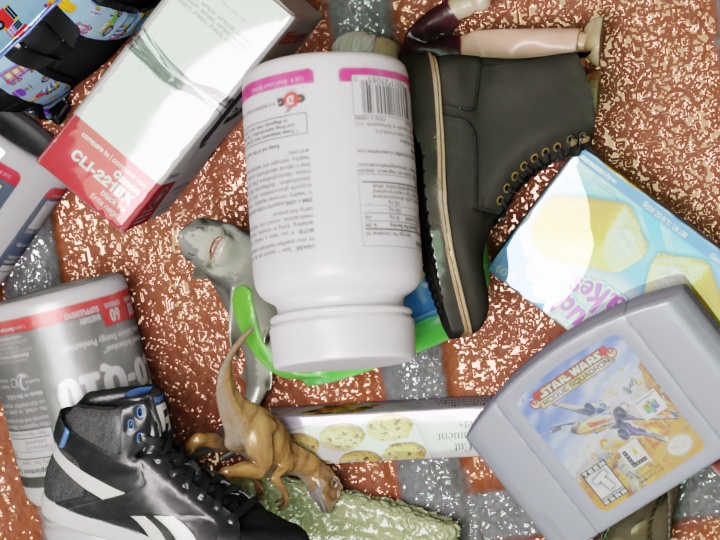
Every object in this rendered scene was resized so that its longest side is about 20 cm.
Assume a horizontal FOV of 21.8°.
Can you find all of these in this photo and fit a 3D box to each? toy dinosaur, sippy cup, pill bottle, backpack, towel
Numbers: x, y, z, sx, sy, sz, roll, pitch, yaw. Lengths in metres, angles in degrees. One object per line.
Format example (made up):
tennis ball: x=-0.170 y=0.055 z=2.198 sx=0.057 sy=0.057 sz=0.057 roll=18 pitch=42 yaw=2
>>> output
toy dinosaur: x=-0.084 y=0.117 z=1.353 sx=0.106 sy=0.060 sz=0.200 roll=-41 pitch=135 yaw=-5
sippy cup: x=0.000 y=0.000 z=1.353 sx=0.140 sy=0.178 sz=0.130 roll=-19 pitch=94 yaw=29
pill bottle: x=-0.208 y=0.111 z=1.409 sx=0.114 sy=0.114 sz=0.200 roll=-13 pitch=95 yaw=9
pill bottle: x=-0.018 y=-0.036 z=1.243 sx=0.113 sy=0.113 sz=0.200 roll=-5 pitch=82 yaw=9
backpack: x=-0.233 y=-0.196 z=1.334 sx=0.183 sy=0.200 sz=0.135 roll=-41 pitch=90 yaw=11
pill bottle: x=-0.316 y=-0.029 z=1.405 sx=0.120 sy=0.120 sz=0.200 roll=37 pitch=99 yaw=2
towel: x=-0.030 y=0.233 z=1.437 sx=0.200 sy=0.036 sz=0.149 roll=11 pitch=98 yaw=9

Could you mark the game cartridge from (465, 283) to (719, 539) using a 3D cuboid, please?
game cartridge: x=0.179 y=0.103 z=1.334 sx=0.200 sy=0.042 sz=0.133 roll=-37 pitch=99 yaw=24

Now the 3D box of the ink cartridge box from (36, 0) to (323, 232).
ink cartridge box: x=-0.126 y=-0.135 z=1.353 sx=0.084 sy=0.144 sz=0.200 roll=39 pitch=101 yaw=1

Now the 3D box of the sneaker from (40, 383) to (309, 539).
sneaker: x=-0.126 y=0.140 z=1.295 sx=0.200 sy=0.073 sz=0.112 roll=13 pitch=108 yaw=12

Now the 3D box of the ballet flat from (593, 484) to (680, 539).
ballet flat: x=0.207 y=0.198 z=1.394 sx=0.067 sy=0.046 sz=0.200 roll=12 pitch=98 yaw=7

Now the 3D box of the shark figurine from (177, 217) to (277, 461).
shark figurine: x=-0.100 y=0.037 z=1.418 sx=0.089 sy=0.128 sz=0.215 roll=19 pitch=125 yaw=34

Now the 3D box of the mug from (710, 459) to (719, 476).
mug: x=0.374 y=0.116 z=1.341 sx=0.200 sy=0.178 sz=0.133 roll=-49 pitch=52 yaw=6

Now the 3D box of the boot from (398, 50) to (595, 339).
boot: x=0.106 y=-0.059 z=1.285 sx=0.138 sy=0.077 sz=0.200 roll=-6 pitch=83 yaw=-6

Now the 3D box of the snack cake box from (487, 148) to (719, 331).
snack cake box: x=0.205 y=0.012 z=1.363 sx=0.200 sy=0.067 sz=0.115 roll=37 pitch=99 yaw=2

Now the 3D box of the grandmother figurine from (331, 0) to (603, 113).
grandmother figurine: x=0.075 y=-0.146 z=1.370 sx=0.200 sy=0.061 sz=0.121 roll=4 pitch=99 yaw=10

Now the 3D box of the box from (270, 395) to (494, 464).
box: x=0.027 y=0.121 z=1.414 sx=0.200 sy=0.039 sz=0.041 roll=-3 pitch=98 yaw=8
